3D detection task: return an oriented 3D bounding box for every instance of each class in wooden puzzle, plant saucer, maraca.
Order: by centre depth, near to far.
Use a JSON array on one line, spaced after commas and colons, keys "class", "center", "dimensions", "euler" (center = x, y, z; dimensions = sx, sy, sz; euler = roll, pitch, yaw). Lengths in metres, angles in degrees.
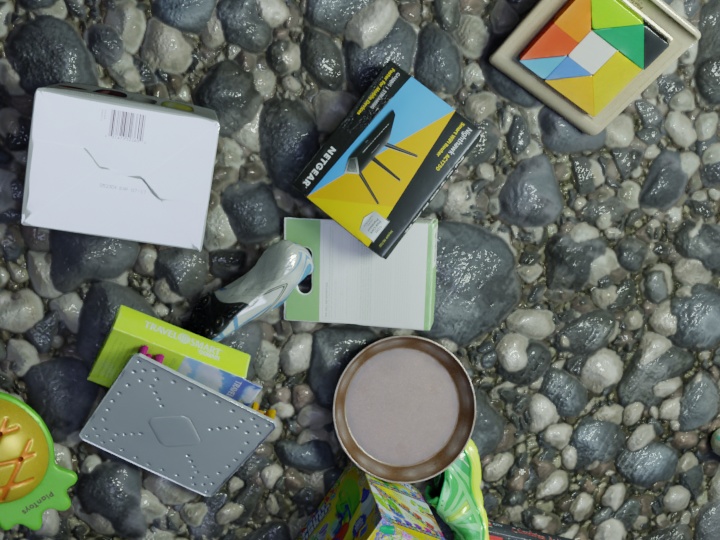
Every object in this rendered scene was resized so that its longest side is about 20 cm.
[{"class": "wooden puzzle", "center": [0.290, -0.275, 1.105], "dimensions": [0.184, 0.037, 0.200], "euler": [31, 132, -16]}, {"class": "maraca", "center": [-0.449, 0.241, 1.113], "dimensions": [0.137, 0.107, 0.201], "euler": [-33, 108, -2]}, {"class": "plant saucer", "center": [0.059, 0.189, 1.214], "dimensions": [0.199, 0.034, 0.202], "euler": [0, 89, -7]}]

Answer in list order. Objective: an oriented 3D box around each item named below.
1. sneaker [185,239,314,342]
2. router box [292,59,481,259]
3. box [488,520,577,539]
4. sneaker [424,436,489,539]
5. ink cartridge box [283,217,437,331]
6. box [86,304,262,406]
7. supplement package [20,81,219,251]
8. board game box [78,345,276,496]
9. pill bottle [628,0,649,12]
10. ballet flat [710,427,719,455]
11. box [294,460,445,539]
[{"class": "sneaker", "center": [-0.142, 0.039, 1.141], "dimensions": [0.200, 0.072, 0.072], "euler": [-37, 142, 12]}, {"class": "router box", "center": [0.034, -0.137, 1.109], "dimensions": [0.149, 0.051, 0.200], "euler": [38, 92, 7]}, {"class": "box", "center": [0.249, 0.464, 1.336], "dimensions": [0.199, 0.038, 0.137], "euler": [16, 101, -14]}, {"class": "sneaker", "center": [0.134, 0.333, 1.267], "dimensions": [0.083, 0.074, 0.201], "euler": [-10, 96, -10]}, {"class": "ink cartridge box", "center": [0.000, 0.000, 1.172], "dimensions": [0.198, 0.048, 0.147], "euler": [4, 103, 10]}, {"class": "box", "center": [-0.235, 0.129, 1.129], "dimensions": [0.199, 0.048, 0.122], "euler": [24, 131, -15]}, {"class": "supplement package", "center": [-0.266, -0.125, 1.009], "dimensions": [0.190, 0.200, 0.148], "euler": [9, 102, -13]}, {"class": "board game box", "center": [-0.236, 0.199, 1.137], "dimensions": [0.199, 0.026, 0.200], "euler": [30, 128, -16]}, {"class": "pill bottle", "center": [0.287, -0.406, 1.088], "dimensions": [0.199, 0.114, 0.115], "euler": [32, 96, -16]}, {"class": "ballet flat", "center": [0.625, 0.300, 1.354], "dimensions": [0.199, 0.062, 0.068], "euler": [23, 99, -15]}, {"class": "box", "center": [0.002, 0.393, 1.192], "dimensions": [0.122, 0.193, 0.201], "euler": [33, 95, -15]}]
